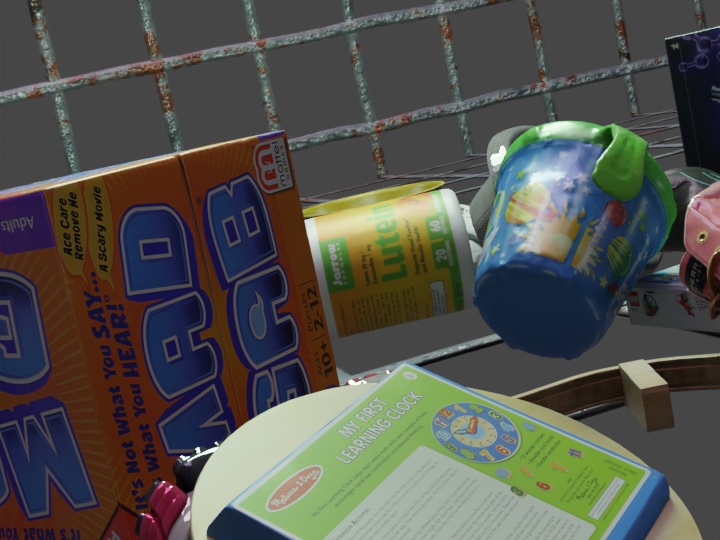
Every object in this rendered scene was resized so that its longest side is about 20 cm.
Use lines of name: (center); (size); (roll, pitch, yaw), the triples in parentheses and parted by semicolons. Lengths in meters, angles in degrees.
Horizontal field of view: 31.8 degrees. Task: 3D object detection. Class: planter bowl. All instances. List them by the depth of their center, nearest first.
planter bowl: (0.018, -0.051, 1.600); (0.198, 0.085, 0.200); (-13, 7, 2)

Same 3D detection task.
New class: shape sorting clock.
shape sorting clock: (0.033, 0.099, 0.486); (0.197, 0.040, 0.201); (8, 27, -4)

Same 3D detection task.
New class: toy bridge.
toy bridge: (0.161, 0.069, 0.716); (0.197, 0.028, 0.067); (-11, 7, 1)

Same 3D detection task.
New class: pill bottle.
pill bottle: (0.000, 0.000, 1.156); (0.197, 0.113, 0.111); (-13, 8, -1)

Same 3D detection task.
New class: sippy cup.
sippy cup: (0.144, -0.014, 0.903); (0.138, 0.179, 0.131); (5, 46, 28)

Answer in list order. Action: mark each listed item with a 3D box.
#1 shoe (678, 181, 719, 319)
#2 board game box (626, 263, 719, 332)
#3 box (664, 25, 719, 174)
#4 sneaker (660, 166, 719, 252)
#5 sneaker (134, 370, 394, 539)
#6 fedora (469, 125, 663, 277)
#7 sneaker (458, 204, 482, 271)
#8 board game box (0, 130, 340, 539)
shoe: (0.211, 0.016, 0.671); (0.090, 0.072, 0.201); (5, 36, 23)
board game box: (0.296, 0.011, 0.887); (0.125, 0.035, 0.199); (-17, 9, -24)
box: (0.379, -0.136, 1.191); (0.140, 0.203, 0.079); (-7, 9, 37)
sneaker: (0.323, -0.049, 1.096); (0.197, 0.076, 0.079); (-5, 16, -3)
sneaker: (-0.007, 0.109, 0.575); (0.074, 0.082, 0.199); (29, 32, 32)
fedora: (0.174, -0.042, 1.154); (0.198, 0.178, 0.090); (2, -38, -45)
sneaker: (0.092, -0.023, 1.305); (0.114, 0.076, 0.199); (-15, 11, -40)
board game box: (-0.154, 0.046, 0.737); (0.198, 0.203, 0.199); (-7, 9, 34)
